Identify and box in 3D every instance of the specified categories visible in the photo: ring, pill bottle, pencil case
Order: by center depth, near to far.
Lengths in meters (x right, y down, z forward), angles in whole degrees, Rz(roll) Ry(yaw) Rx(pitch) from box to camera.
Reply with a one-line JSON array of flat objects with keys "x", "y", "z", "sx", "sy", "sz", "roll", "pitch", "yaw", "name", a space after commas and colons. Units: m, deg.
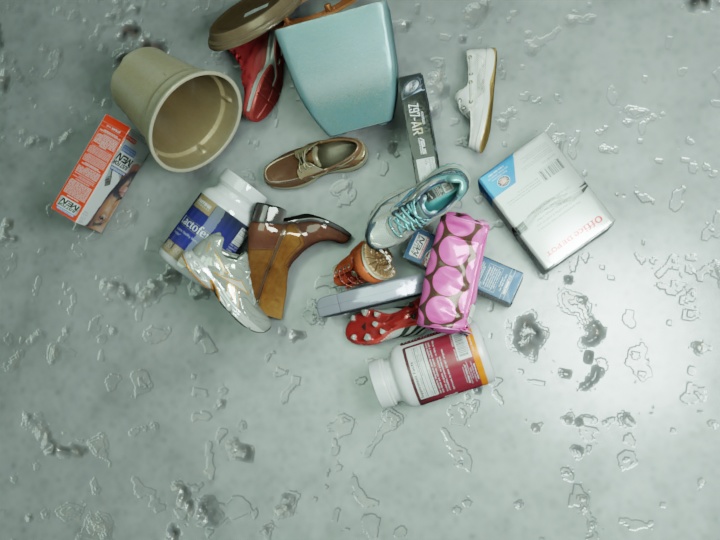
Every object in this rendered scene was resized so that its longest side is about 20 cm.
[{"x": 0.157, "y": 0.004, "z": 1.438, "sx": 0.094, "sy": 0.091, "sz": 0.200, "roll": 7, "pitch": 86, "yaw": 45, "name": "pencil case"}, {"x": 0.121, "y": 0.167, "z": 1.508, "sx": 0.200, "sy": 0.113, "sz": 0.113, "roll": -18, "pitch": 80, "yaw": 6, "name": "pill bottle"}, {"x": -0.265, "y": -0.079, "z": 1.597, "sx": 0.116, "sy": 0.116, "sz": 0.200, "roll": 35, "pitch": 88, "yaw": 11, "name": "pill bottle"}, {"x": -0.079, "y": -0.492, "z": 1.603, "sx": 0.200, "sy": 0.200, "sz": 0.019, "roll": -22, "pitch": 120, "yaw": 5, "name": "ring"}]

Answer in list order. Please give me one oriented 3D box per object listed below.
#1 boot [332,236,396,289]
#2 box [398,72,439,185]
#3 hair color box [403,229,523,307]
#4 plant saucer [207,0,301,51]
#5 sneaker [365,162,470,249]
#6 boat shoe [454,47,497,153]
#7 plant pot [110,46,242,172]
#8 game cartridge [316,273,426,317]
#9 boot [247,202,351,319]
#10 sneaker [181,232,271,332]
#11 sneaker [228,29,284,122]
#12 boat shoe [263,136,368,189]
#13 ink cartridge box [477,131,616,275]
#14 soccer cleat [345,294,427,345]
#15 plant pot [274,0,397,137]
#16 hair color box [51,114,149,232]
[{"x": 0.000, "y": 0.000, "z": 1.512, "sx": 0.107, "sy": 0.200, "sz": 0.075, "roll": -38, "pitch": 97, "yaw": 7, "name": "boot"}, {"x": 0.109, "y": -0.223, "z": 1.539, "sx": 0.043, "sy": 0.160, "sz": 0.200, "roll": -10, "pitch": 80, "yaw": 7, "name": "box"}, {"x": 0.180, "y": -0.005, "z": 1.529, "sx": 0.200, "sy": 0.100, "sz": 0.061, "roll": 24, "pitch": 88, "yaw": 11, "name": "hair color box"}, {"x": -0.198, "y": -0.470, "z": 1.616, "sx": 0.200, "sy": 0.200, "sz": 0.029, "roll": -28, "pitch": 122, "yaw": 4, "name": "plant saucer"}, {"x": 0.088, "y": -0.101, "z": 1.413, "sx": 0.200, "sy": 0.086, "sz": 0.078, "roll": -38, "pitch": 101, "yaw": 12, "name": "sneaker"}, {"x": 0.204, "y": -0.307, "z": 1.586, "sx": 0.069, "sy": 0.071, "sz": 0.200, "roll": 5, "pitch": 75, "yaw": 10, "name": "boat shoe"}, {"x": -0.352, "y": -0.312, "z": 1.610, "sx": 0.183, "sy": 0.200, "sz": 0.200, "roll": 39, "pitch": 89, "yaw": 29, "name": "plant pot"}, {"x": 0.027, "y": 0.043, "z": 1.528, "sx": 0.200, "sy": 0.133, "sz": 0.042, "roll": -14, "pitch": 81, "yaw": 6, "name": "game cartridge"}, {"x": -0.125, "y": -0.006, "z": 1.586, "sx": 0.188, "sy": 0.068, "sz": 0.200, "roll": 11, "pitch": 97, "yaw": -22, "name": "boot"}, {"x": -0.212, "y": 0.021, "z": 1.523, "sx": 0.092, "sy": 0.076, "sz": 0.200, "roll": -42, "pitch": 105, "yaw": -2, "name": "sneaker"}, {"x": -0.209, "y": -0.380, "z": 1.663, "sx": 0.115, "sy": 0.078, "sz": 0.200, "roll": 13, "pitch": 78, "yaw": 23, "name": "sneaker"}, {"x": -0.087, "y": -0.204, "z": 1.610, "sx": 0.200, "sy": 0.072, "sz": 0.076, "roll": -18, "pitch": 80, "yaw": 6, "name": "boat shoe"}, {"x": 0.321, "y": -0.115, "z": 1.531, "sx": 0.145, "sy": 0.084, "sz": 0.200, "roll": -35, "pitch": 79, "yaw": 2, "name": "ink cartridge box"}, {"x": 0.067, "y": 0.094, "z": 1.551, "sx": 0.200, "sy": 0.085, "sz": 0.069, "roll": -21, "pitch": 60, "yaw": 27, "name": "soccer cleat"}, {"x": -0.021, "y": -0.348, "z": 1.564, "sx": 0.196, "sy": 0.196, "sz": 0.200, "roll": -14, "pitch": 99, "yaw": 6, "name": "plant pot"}, {"x": -0.480, "y": -0.178, "z": 1.645, "sx": 0.064, "sy": 0.111, "sz": 0.200, "roll": 30, "pitch": 88, "yaw": 11, "name": "hair color box"}]
